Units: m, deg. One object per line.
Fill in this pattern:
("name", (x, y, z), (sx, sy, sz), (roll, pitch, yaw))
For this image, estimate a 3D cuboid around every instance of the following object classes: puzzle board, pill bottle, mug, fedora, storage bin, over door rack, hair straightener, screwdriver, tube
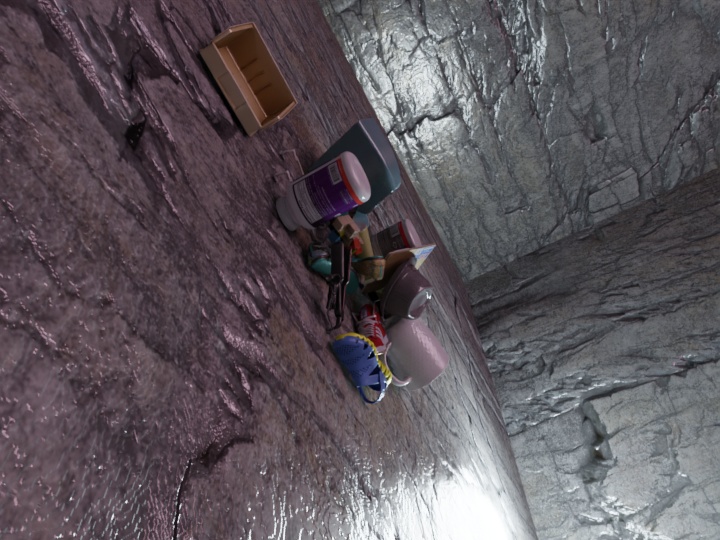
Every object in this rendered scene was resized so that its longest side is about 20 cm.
("puzzle board", (0.100, -0.009, 1.384), (0.197, 0.152, 0.018), (-14, 57, -46))
("pill bottle", (-0.082, -0.164, 1.139), (0.113, 0.196, 0.114), (55, 19, -30))
("mug", (0.123, 0.222, 1.413), (0.177, 0.146, 0.200), (54, 47, -8))
("fedora", (0.129, 0.062, 1.346), (0.089, 0.180, 0.199), (28, 5, 20))
("storage bin", (-0.245, -0.426, 1.167), (0.203, 0.092, 0.200), (60, 17, -22))
("over door rack", (-0.125, -0.189, 1.277), (0.202, 0.065, 0.149), (58, 17, -28))
("hair straightener", (-0.060, 0.034, 1.131), (0.076, 0.040, 0.206), (29, 64, -53))
("screwdriver", (0.015, 0.065, 1.381), (0.029, 0.028, 0.203), (9, 43, -46))
("tube", (0.012, -0.028, 1.404), (0.059, 0.050, 0.204), (-108, -176, -56))
("pill bottle", (0.069, -0.054, 1.477), (0.112, 0.196, 0.112), (54, 20, -30))

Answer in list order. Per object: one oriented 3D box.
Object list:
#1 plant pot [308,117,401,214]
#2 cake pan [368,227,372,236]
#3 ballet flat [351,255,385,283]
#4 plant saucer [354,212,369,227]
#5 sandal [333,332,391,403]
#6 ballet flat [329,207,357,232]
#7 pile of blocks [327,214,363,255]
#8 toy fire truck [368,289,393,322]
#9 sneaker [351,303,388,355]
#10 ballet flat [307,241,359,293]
("plant pot", (0.008, -0.278, 1.469), (0.201, 0.195, 0.196), (51, 21, -4))
("cake pan", (-0.014, -0.148, 1.636), (0.202, 0.036, 0.202), (58, 18, -30))
("ballet flat", (0.000, 0.000, 1.316), (0.198, 0.070, 0.072), (-1, -59, 62))
("plant saucer", (-0.057, -0.185, 1.487), (0.200, 0.039, 0.203), (40, 23, -20))
("sandal", (0.006, 0.214, 1.132), (0.201, 0.078, 0.088), (52, 35, -31))
("ballet flat", (-0.047, -0.139, 1.332), (0.201, 0.066, 0.070), (-68, 165, -62))
("pile of blocks", (-0.031, -0.062, 1.229), (0.063, 0.082, 0.200), (51, -3, 14))
("toy fire truck", (0.101, 0.082, 1.585), (0.179, 0.126, 0.200), (63, 26, -11))
("sneaker", (0.019, 0.145, 1.269), (0.200, 0.069, 0.115), (-30, 99, -82))
("ballet flat", (-0.063, -0.011, 1.235), (0.200, 0.073, 0.076), (46, 25, -56))
